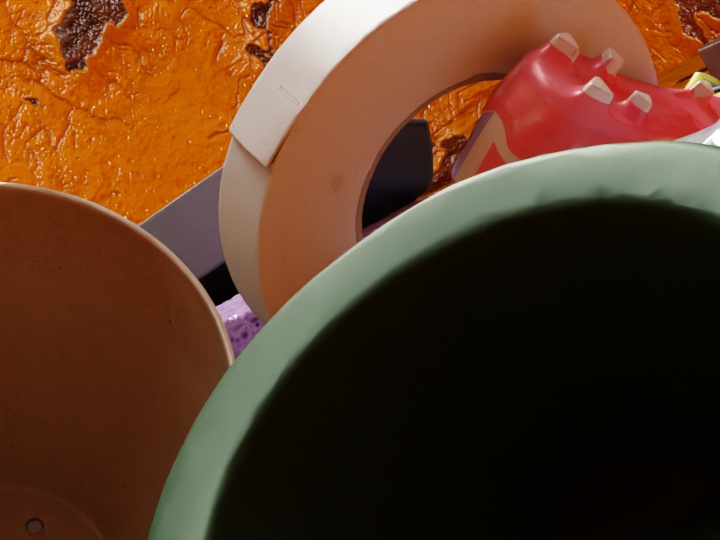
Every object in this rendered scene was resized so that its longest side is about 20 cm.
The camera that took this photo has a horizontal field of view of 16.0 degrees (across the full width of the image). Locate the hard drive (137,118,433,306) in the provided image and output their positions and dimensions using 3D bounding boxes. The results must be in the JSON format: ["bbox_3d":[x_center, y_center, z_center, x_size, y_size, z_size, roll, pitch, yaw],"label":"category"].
[{"bbox_3d":[-0.063,-0.013,1.308,0.200,0.042,0.135,-34,-15,28],"label":"hard drive"}]

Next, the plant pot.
[{"bbox_3d":[-0.142,0.086,0.938,0.200,0.200,0.135,-28,-31,-19],"label":"plant pot"}]

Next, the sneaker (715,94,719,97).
[{"bbox_3d":[0.147,-0.028,1.209,0.200,0.071,0.112,-35,1,-14],"label":"sneaker"}]

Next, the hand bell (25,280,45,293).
[{"bbox_3d":[-0.152,0.088,1.055,0.104,0.200,0.104,17,8,-3],"label":"hand bell"}]

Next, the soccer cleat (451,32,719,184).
[{"bbox_3d":[0.125,-0.040,1.072,0.200,0.067,0.076,17,-55,-42],"label":"soccer cleat"}]

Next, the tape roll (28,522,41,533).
[{"bbox_3d":[-0.165,0.111,1.242,0.200,0.066,0.200,-38,0,0],"label":"tape roll"}]

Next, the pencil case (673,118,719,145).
[{"bbox_3d":[0.094,0.005,0.998,0.200,0.083,0.091,-24,-12,30],"label":"pencil case"}]

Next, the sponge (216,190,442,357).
[{"bbox_3d":[0.000,0.000,1.204,0.200,0.030,0.112,-28,5,-41],"label":"sponge"}]

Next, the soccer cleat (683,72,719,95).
[{"bbox_3d":[0.169,-0.053,1.310,0.200,0.084,0.065,-28,4,-16],"label":"soccer cleat"}]

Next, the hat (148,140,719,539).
[{"bbox_3d":[0.065,0.085,0.524,0.166,0.176,0.200,-24,41,15],"label":"hat"}]

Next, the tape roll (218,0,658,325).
[{"bbox_3d":[0.035,-0.041,1.069,0.203,0.203,0.037,-28,42,-17],"label":"tape roll"}]

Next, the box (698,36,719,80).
[{"bbox_3d":[0.357,-0.180,1.961,0.100,0.075,0.200,-29,5,-23],"label":"box"}]
